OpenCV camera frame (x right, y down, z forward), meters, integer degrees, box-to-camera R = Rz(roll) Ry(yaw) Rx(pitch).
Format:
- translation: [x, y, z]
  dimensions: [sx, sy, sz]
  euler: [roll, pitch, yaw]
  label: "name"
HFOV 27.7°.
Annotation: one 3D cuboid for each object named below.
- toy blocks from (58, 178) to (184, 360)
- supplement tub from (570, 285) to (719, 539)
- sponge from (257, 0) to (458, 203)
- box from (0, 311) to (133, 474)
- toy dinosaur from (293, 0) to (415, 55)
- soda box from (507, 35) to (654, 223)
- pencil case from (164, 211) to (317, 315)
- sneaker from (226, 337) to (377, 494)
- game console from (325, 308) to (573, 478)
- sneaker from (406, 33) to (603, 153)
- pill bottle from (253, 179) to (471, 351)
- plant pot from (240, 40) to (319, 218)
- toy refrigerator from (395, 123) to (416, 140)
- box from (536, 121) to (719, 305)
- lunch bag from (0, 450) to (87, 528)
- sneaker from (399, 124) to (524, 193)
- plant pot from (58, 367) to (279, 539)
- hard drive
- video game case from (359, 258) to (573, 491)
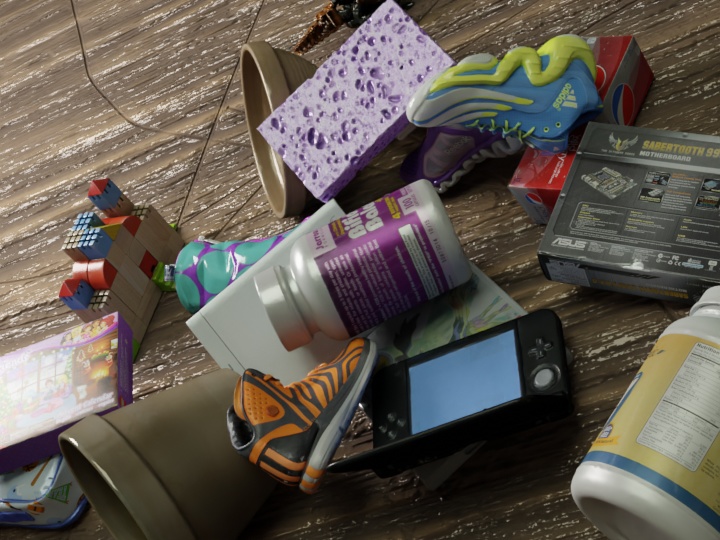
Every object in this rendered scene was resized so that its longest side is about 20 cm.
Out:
- translation: [-0.288, -0.013, 1.707]
  dimensions: [0.099, 0.137, 0.202]
  euler: [-5, 52, 34]
  label: "toy blocks"
- translation: [0.271, 0.128, 1.136]
  dimensions: [0.144, 0.145, 0.201]
  euler: [19, 66, 46]
  label: "supplement tub"
- translation: [-0.002, -0.177, 1.512]
  dimensions: [0.200, 0.030, 0.112]
  euler: [-44, 66, 7]
  label: "sponge"
- translation: [-0.341, 0.137, 1.579]
  dimensions: [0.198, 0.039, 0.138]
  euler: [-21, 43, 10]
  label: "box"
- translation: [0.002, -0.337, 1.828]
  dimensions: [0.202, 0.101, 0.136]
  euler: [-63, 19, -4]
  label: "toy dinosaur"
- translation: [0.227, -0.143, 1.478]
  dimensions: [0.069, 0.063, 0.201]
  euler: [6, 59, 40]
  label: "soda box"
- translation: [-0.112, -0.004, 1.599]
  dimensions: [0.198, 0.085, 0.094]
  euler: [-9, 88, 30]
  label: "pencil case"
- translation: [-0.057, 0.112, 1.364]
  dimensions: [0.111, 0.078, 0.200]
  euler: [25, 36, 4]
  label: "sneaker"
- translation: [0.077, 0.105, 1.299]
  dimensions: [0.198, 0.117, 0.177]
  euler: [-21, 44, 21]
  label: "game console"
- translation: [0.148, -0.157, 1.408]
  dimensions: [0.198, 0.076, 0.106]
  euler: [-21, 72, -10]
  label: "sneaker"
- translation: [0.000, 0.000, 1.431]
  dimensions: [0.198, 0.113, 0.113]
  euler: [-26, 41, 1]
  label: "pill bottle"
- translation: [-0.070, -0.166, 1.661]
  dimensions: [0.092, 0.203, 0.202]
  euler: [-12, 39, -12]
  label: "plant pot"
- translation: [0.017, -0.205, 1.639]
  dimensions: [0.070, 0.076, 0.200]
  euler: [-42, 20, -3]
  label: "toy refrigerator"
- translation: [0.280, -0.052, 1.337]
  dimensions: [0.198, 0.049, 0.160]
  euler: [10, 59, 28]
  label: "box"
- translation: [-0.376, 0.212, 1.623]
  dimensions: [0.198, 0.076, 0.162]
  euler: [-5, 54, 34]
  label: "lunch bag"
- translation: [0.097, -0.149, 1.533]
  dimensions: [0.199, 0.088, 0.081]
  euler: [-29, 34, 51]
  label: "sneaker"
- translation: [-0.166, 0.190, 1.409]
  dimensions: [0.173, 0.201, 0.199]
  euler: [-37, 37, -22]
  label: "plant pot"
- translation: [-0.063, 0.041, 1.502]
  dimensions: [0.199, 0.132, 0.027]
  euler: [-40, -2, 0]
  label: "hard drive"
- translation: [0.083, 0.092, 1.410]
  dimensions: [0.182, 0.022, 0.200]
  euler: [-42, 40, -2]
  label: "video game case"
